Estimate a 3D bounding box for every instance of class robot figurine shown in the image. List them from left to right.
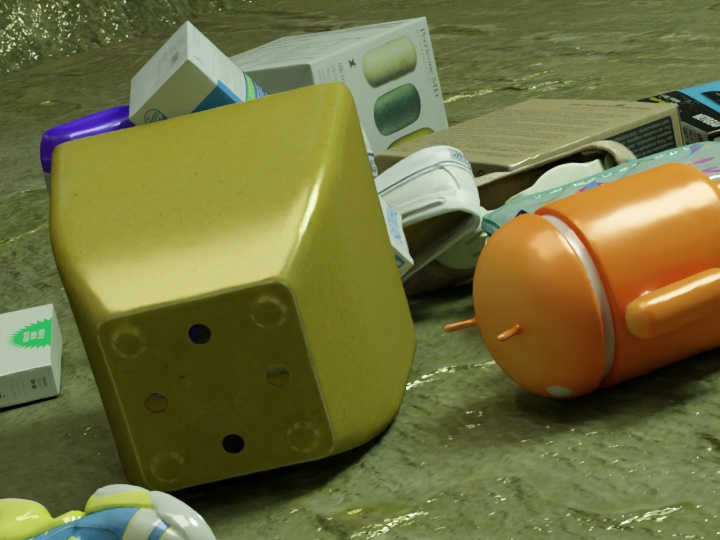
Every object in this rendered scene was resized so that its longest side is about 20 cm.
[{"bbox_3d":[0.151,0.007,1.417,0.200,0.117,0.144,-19,54,-20],"label":"robot figurine"}]

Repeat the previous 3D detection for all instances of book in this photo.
[{"bbox_3d":[-0.320,0.083,1.758,0.200,0.048,0.134,-13,17,-3],"label":"book"}]

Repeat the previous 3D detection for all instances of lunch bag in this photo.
[{"bbox_3d":[0.180,-0.028,1.605,0.200,0.077,0.160,-16,14,-7],"label":"lunch bag"}]

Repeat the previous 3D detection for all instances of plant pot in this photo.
[{"bbox_3d":[-0.079,0.026,1.432,0.194,0.196,0.200,-13,22,6],"label":"plant pot"}]

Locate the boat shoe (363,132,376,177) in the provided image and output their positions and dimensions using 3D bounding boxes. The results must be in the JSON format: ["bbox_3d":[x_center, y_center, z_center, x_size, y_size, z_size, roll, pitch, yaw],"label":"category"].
[{"bbox_3d":[-0.067,-0.090,1.854,0.074,0.086,0.202,-9,-5,-35],"label":"boat shoe"}]

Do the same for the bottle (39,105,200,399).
[{"bbox_3d":[-0.150,-0.006,1.590,0.083,0.200,0.065,-22,15,-27],"label":"bottle"}]

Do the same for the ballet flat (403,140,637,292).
[{"bbox_3d":[0.103,-0.044,1.705,0.200,0.068,0.067,-27,-4,4],"label":"ballet flat"}]

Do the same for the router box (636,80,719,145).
[{"bbox_3d":[0.316,-0.117,1.882,0.149,0.051,0.200,-14,13,-7],"label":"router box"}]

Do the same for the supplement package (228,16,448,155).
[{"bbox_3d":[-0.038,-0.115,2.014,0.150,0.152,0.200,-5,13,31],"label":"supplement package"}]

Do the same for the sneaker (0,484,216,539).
[{"bbox_3d":[-0.157,0.166,1.206,0.200,0.076,0.105,-10,24,47],"label":"sneaker"}]

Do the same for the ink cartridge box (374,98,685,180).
[{"bbox_3d":[0.132,-0.076,1.862,0.164,0.075,0.200,-19,14,-27],"label":"ink cartridge box"}]

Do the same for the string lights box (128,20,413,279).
[{"bbox_3d":[-0.058,-0.066,1.558,0.059,0.200,0.103,-45,16,11],"label":"string lights box"}]

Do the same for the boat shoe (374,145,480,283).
[{"bbox_3d":[0.003,0.002,1.676,0.202,0.075,0.086,-32,49,17],"label":"boat shoe"}]
